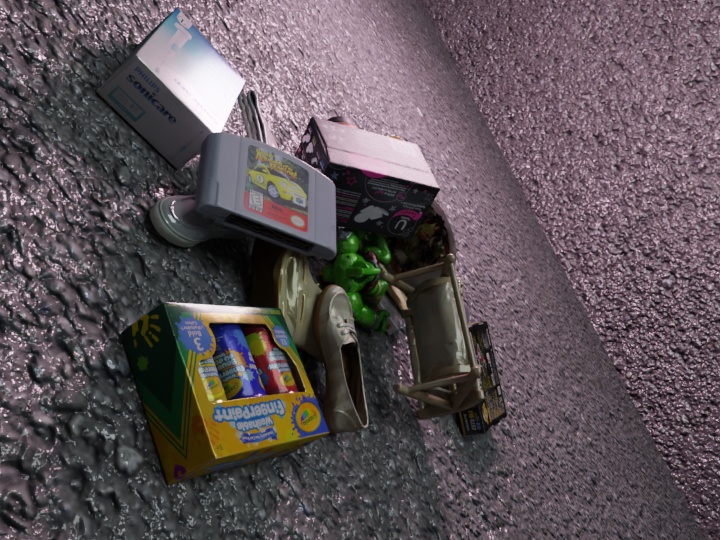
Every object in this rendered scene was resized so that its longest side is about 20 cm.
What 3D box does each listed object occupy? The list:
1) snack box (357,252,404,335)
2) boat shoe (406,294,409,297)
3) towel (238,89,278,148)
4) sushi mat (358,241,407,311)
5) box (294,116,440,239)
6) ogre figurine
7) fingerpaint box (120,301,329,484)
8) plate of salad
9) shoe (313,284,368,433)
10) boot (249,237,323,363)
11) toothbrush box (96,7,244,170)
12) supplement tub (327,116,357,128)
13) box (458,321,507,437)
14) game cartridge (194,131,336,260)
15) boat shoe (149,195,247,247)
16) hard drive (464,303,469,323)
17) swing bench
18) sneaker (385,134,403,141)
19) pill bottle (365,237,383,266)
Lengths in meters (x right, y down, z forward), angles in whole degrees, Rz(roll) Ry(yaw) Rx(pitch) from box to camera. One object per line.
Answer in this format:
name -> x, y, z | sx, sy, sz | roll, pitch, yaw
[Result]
snack box -> 0.013, 0.018, 1.242 | 0.201, 0.024, 0.072 | 56, 23, -6
boat shoe -> 0.118, 0.008, 1.415 | 0.200, 0.072, 0.068 | -77, 148, -62
towel -> -0.132, -0.148, 1.067 | 0.191, 0.032, 0.201 | 69, 3, -59
sushi mat -> 0.036, 0.000, 1.268 | 0.200, 0.012, 0.096 | 53, 10, -22
box -> 0.002, -0.145, 1.105 | 0.199, 0.115, 0.133 | 10, 39, -28
ogre figurine -> 0.000, 0.000, 1.136 | 0.098, 0.201, 0.120 | 19, 10, 32
fingerpaint box -> -0.140, 0.126, 0.757 | 0.200, 0.073, 0.168 | 10, 52, -59
plate of salad -> 0.086, -0.047, 1.207 | 0.048, 0.200, 0.201 | -18, 76, -37
shoe -> -0.020, 0.119, 0.931 | 0.070, 0.053, 0.202 | 0, 85, -53
boot -> -0.078, 0.021, 0.974 | 0.155, 0.072, 0.201 | 32, 50, -46
toothbrush box -> -0.258, -0.260, 0.975 | 0.146, 0.085, 0.201 | 45, 26, -27
supplement tub -> -0.036, -0.211, 1.324 | 0.107, 0.107, 0.201 | 39, 29, -37
box -> 0.224, 0.204, 1.339 | 0.159, 0.049, 0.201 | -3, 80, -61
game cartridge -> -0.117, -0.101, 0.905 | 0.199, 0.041, 0.134 | 20, 49, -32
boat shoe -> -0.190, -0.079, 0.906 | 0.070, 0.071, 0.201 | 61, 24, 8
hard drive -> 0.175, 0.092, 1.446 | 0.135, 0.042, 0.200 | 52, 25, -12
swing bench -> 0.122, 0.113, 1.113 | 0.200, 0.129, 0.200 | 57, 22, -62
sneaker -> 0.058, -0.192, 1.274 | 0.200, 0.078, 0.078 | 13, 66, -62
pill bottle -> 0.067, -0.100, 1.379 | 0.114, 0.113, 0.200 | 50, 25, -17
